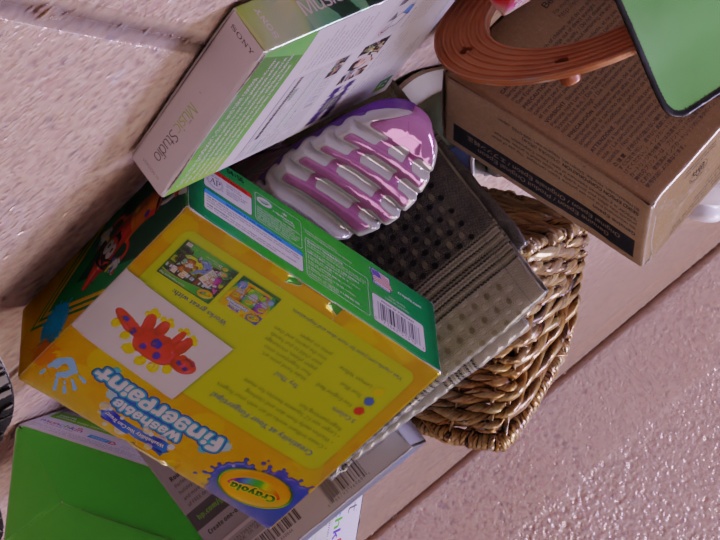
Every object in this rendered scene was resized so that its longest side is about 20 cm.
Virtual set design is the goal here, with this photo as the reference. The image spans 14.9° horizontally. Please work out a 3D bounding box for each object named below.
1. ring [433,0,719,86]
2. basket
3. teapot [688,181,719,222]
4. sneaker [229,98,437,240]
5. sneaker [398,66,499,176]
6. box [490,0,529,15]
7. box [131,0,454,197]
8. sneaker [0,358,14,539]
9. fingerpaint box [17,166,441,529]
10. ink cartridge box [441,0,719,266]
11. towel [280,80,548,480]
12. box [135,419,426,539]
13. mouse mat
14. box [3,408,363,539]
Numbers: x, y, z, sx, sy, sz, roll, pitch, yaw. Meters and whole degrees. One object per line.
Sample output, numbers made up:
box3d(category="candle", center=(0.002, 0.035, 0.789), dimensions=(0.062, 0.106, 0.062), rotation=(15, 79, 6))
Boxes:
box3d(category="ring", center=(0.140, -0.163, 1.673), dimensions=(0.199, 0.019, 0.201), rotation=(-19, -152, 10))
box3d(category="basket", center=(0.047, 0.020, 1.869), dimensions=(0.143, 0.199, 0.150), rotation=(-22, 121, -62))
box3d(category="teapot", center=(0.253, -0.105, 1.913), dimensions=(0.197, 0.199, 0.147), rotation=(-5, 104, -41))
box3d(category="sneaker", center=(-0.040, -0.052, 1.701), dimensions=(0.200, 0.080, 0.089), rotation=(-35, -148, 23))
box3d(category="sneaker", center=(0.093, -0.104, 1.900), dimensions=(0.200, 0.090, 0.067), rotation=(-26, 163, -49))
box3d(category="box", center=(0.133, -0.237, 1.469), dimensions=(0.199, 0.095, 0.103), rotation=(-33, 169, -24))
box3d(category="box", center=(-0.027, -0.125, 1.576), dimensions=(0.200, 0.036, 0.144), rotation=(-30, 166, -43))
box3d(category="sneaker", center=(-0.254, 0.086, 1.623), dimensions=(0.075, 0.088, 0.201), rotation=(-12, 142, -21))
box3d(category="fingerpaint box", center=(-0.080, 0.042, 1.670), dimensions=(0.167, 0.199, 0.074), rotation=(-44, -152, 26))
box3d(category="ink cartridge box", center=(0.174, -0.125, 1.754), dimensions=(0.200, 0.164, 0.075), rotation=(-46, 157, -25))
box3d(category="towel", center=(0.000, 0.000, 1.756), dimensions=(0.200, 0.193, 0.035), rotation=(-40, 169, 18))
box3d(category="box", center=(-0.077, 0.083, 1.817), dimensions=(0.156, 0.200, 0.041), rotation=(-40, 172, 14))
box3d(category="mouse mat", center=(0.197, -0.209, 1.583), dimensions=(0.161, 0.201, 0.008), rotation=(-33, -161, -22))
box3d(category="box", center=(-0.123, 0.160, 1.972), dimensions=(0.176, 0.199, 0.097), rotation=(-17, 119, -63))
